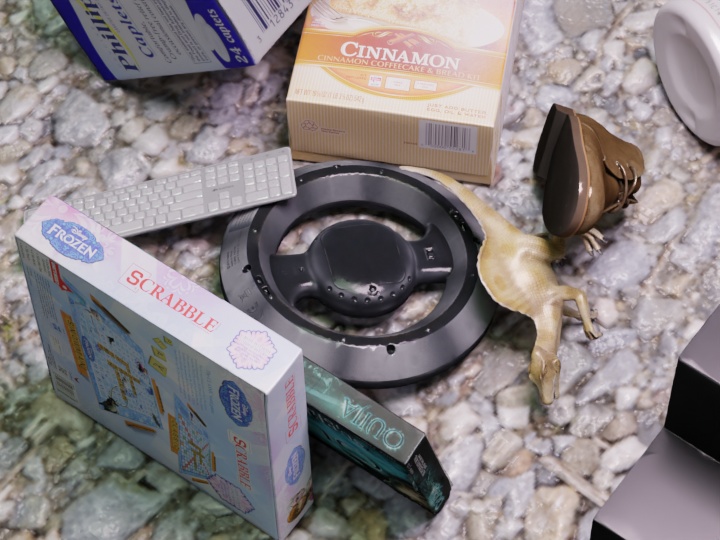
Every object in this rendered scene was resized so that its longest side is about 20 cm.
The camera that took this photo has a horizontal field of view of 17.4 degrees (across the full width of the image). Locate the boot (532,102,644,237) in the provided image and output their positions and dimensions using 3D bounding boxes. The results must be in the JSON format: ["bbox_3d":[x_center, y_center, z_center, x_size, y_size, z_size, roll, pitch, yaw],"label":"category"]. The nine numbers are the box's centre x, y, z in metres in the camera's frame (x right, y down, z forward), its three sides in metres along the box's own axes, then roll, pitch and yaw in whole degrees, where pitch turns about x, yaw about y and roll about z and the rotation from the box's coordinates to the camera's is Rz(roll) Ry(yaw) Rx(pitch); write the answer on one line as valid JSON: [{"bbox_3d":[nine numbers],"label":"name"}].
[{"bbox_3d":[0.165,-0.067,1.629,0.075,0.074,0.200,18,18,-3],"label":"boot"}]

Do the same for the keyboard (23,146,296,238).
[{"bbox_3d":[-0.144,-0.047,1.669,0.199,0.011,0.056,-14,34,3],"label":"keyboard"}]

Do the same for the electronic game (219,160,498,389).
[{"bbox_3d":[0.000,0.000,1.646,0.198,0.042,0.201,4,51,-5],"label":"electronic game"}]

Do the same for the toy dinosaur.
[{"bbox_3d":[0.114,-0.009,1.619,0.101,0.058,0.201,-10,64,-40],"label":"toy dinosaur"}]

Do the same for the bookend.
[{"bbox_3d":[0.227,0.120,1.470,0.092,0.201,0.199,32,61,20],"label":"bookend"}]

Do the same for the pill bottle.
[{"bbox_3d":[0.325,-0.178,1.721,0.199,0.114,0.114,-23,59,-14],"label":"pill bottle"}]

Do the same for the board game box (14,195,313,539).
[{"bbox_3d":[-0.122,0.066,1.508,0.199,0.200,0.041,31,63,19],"label":"board game box"}]

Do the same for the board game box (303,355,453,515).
[{"bbox_3d":[-0.034,0.084,1.535,0.199,0.135,0.028,32,79,20],"label":"board game box"}]

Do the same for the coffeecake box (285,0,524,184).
[{"bbox_3d":[0.038,-0.173,1.744,0.152,0.073,0.201,7,56,6],"label":"coffeecake box"}]

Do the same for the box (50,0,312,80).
[{"bbox_3d":[-0.108,-0.241,1.714,0.199,0.105,0.184,0,43,50],"label":"box"}]
